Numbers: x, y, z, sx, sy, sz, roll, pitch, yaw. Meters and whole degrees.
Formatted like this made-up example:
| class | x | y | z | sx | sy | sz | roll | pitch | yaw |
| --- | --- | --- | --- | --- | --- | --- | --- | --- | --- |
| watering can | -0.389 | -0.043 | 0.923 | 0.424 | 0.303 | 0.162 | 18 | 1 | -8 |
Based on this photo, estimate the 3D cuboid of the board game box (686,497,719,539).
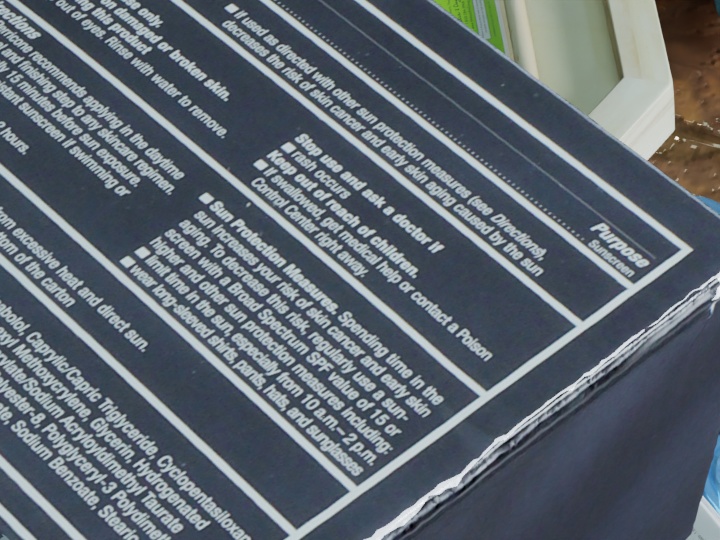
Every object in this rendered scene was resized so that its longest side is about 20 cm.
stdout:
| class | x | y | z | sx | sy | sz | roll | pitch | yaw |
| --- | --- | --- | --- | --- | --- | --- | --- | --- | --- |
| board game box | 0.067 | 0.125 | 0.695 | 0.126 | 0.035 | 0.200 | -39 | 39 | 2 |

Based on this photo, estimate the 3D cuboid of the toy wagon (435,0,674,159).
| class | x | y | z | sx | sy | sz | roll | pitch | yaw |
| --- | --- | --- | --- | --- | --- | --- | --- | --- | --- |
| toy wagon | -0.005 | -0.061 | 0.768 | 0.200 | 0.040 | 0.155 | -9 | 51 | 3 |

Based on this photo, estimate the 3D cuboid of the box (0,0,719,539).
| class | x | y | z | sx | sy | sz | roll | pitch | yaw |
| --- | --- | --- | --- | --- | --- | --- | --- | --- | --- |
| box | -0.045 | 0.025 | 0.595 | 0.198 | 0.123 | 0.200 | -34 | 59 | -28 |

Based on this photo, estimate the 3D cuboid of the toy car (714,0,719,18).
| class | x | y | z | sx | sy | sz | roll | pitch | yaw |
| --- | --- | --- | --- | --- | --- | --- | --- | --- | --- |
| toy car | 0.097 | -0.171 | 1.029 | 0.200 | 0.177 | 0.184 | -21 | 32 | 23 |

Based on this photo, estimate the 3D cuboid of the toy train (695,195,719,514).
| class | x | y | z | sx | sy | sz | roll | pitch | yaw |
| --- | --- | --- | --- | --- | --- | --- | --- | --- | --- |
| toy train | 0.088 | 0.048 | 0.855 | 0.114 | 0.087 | 0.200 | 1 | 50 | -11 |
